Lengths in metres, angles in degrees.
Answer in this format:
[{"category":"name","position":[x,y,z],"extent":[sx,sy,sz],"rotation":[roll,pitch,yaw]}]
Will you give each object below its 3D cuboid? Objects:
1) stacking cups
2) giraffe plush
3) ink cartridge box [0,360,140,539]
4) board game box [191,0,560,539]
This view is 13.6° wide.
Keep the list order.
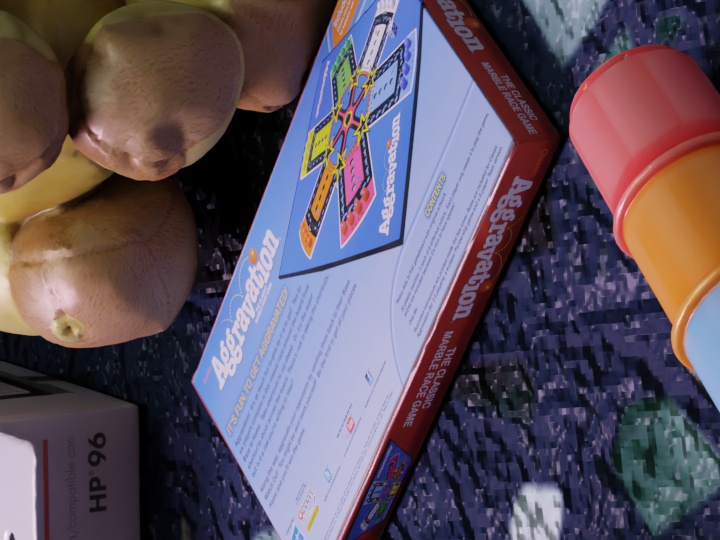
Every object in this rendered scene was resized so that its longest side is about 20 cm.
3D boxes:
[{"category":"stacking cups","position":[0.107,0.021,0.745],"extent":[0.201,0.060,0.061],"rotation":[61,142,34]},{"category":"giraffe plush","position":[-0.108,-0.041,1.017],"extent":[0.200,0.171,0.163],"rotation":[-129,35,-51]},{"category":"ink cartridge box","position":[-0.139,0.102,1.157],"extent":[0.200,0.067,0.117],"rotation":[13,105,58]},{"category":"board game box","position":[0.000,0.000,0.959],"extent":[0.103,0.019,0.201],"rotation":[57,139,35]}]
